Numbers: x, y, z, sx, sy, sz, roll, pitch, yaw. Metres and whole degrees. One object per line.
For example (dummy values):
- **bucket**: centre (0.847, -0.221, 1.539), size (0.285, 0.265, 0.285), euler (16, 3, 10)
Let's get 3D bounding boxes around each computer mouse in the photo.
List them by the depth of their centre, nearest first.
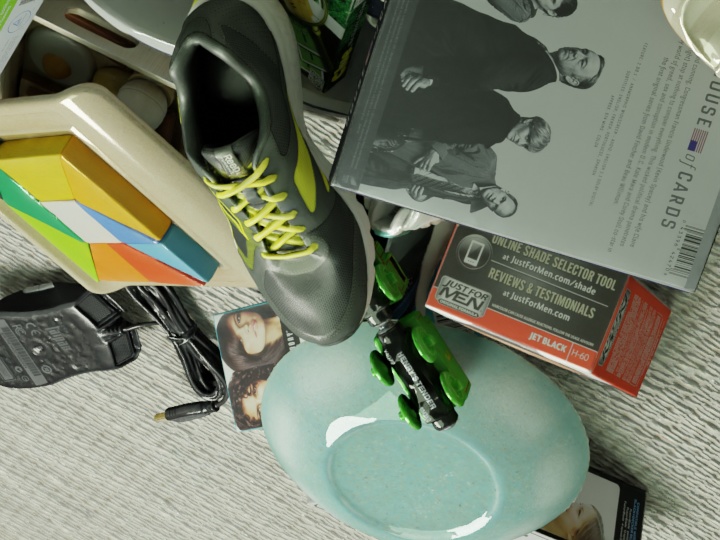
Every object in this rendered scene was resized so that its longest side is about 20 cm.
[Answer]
- **computer mouse**: centre (-0.180, 0.056, 1.827), size (0.199, 0.046, 0.141), euler (-16, 124, 34)

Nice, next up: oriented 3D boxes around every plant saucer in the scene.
- **plant saucer**: centre (0.034, 0.112, 1.522), size (0.200, 0.039, 0.202), euler (8, 135, 8)

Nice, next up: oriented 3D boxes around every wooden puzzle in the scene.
- **wooden puzzle**: centre (-0.167, -0.041, 1.588), size (0.185, 0.037, 0.200), euler (43, 152, -29)

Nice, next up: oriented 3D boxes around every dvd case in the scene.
- **dvd case**: centre (0.100, -0.085, 1.304), size (0.199, 0.025, 0.151), euler (16, 107, -7)

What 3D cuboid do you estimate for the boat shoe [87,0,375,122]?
- **boat shoe**: centre (-0.073, -0.138, 1.438), size (0.199, 0.072, 0.066), euler (21, 161, 3)

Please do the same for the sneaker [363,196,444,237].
- **sneaker**: centre (0.040, -0.050, 1.417), size (0.075, 0.089, 0.200), euler (31, 174, 25)

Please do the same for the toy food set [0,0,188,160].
- **toy food set**: centre (-0.171, -0.091, 1.595), size (0.143, 0.061, 0.200), euler (26, 147, 4)

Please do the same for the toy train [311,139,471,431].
- **toy train**: centre (0.000, 0.000, 1.421), size (0.042, 0.056, 0.200), euler (-29, 101, 17)

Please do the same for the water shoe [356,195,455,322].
- **water shoe**: centre (-0.003, 0.019, 1.529), size (0.071, 0.079, 0.201), euler (32, 120, 42)

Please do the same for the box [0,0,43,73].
- **box**: centre (-0.291, -0.120, 1.468), size (0.097, 0.176, 0.200), euler (48, 129, 13)

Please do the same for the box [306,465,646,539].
- **box**: centre (0.078, 0.148, 1.678), size (0.200, 0.060, 0.116), euler (25, 154, -34)

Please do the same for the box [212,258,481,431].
- **box**: centre (-0.008, 0.048, 1.638), size (0.200, 0.049, 0.083), euler (-15, 87, 47)

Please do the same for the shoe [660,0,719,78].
- **shoe**: centre (0.238, -0.096, 1.256), size (0.199, 0.053, 0.070), euler (27, 113, -7)

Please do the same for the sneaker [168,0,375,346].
- **sneaker**: centre (-0.055, -0.048, 1.338), size (0.074, 0.085, 0.201), euler (-17, 102, 22)

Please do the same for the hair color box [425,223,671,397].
- **hair color box**: centre (0.109, 0.021, 1.445), size (0.101, 0.061, 0.200), euler (22, 178, 15)

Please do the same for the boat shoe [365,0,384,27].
- **boat shoe**: centre (0.045, -0.146, 1.354), size (0.200, 0.075, 0.093), euler (48, 151, -16)

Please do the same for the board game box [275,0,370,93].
- **board game box**: centre (-0.075, -0.190, 1.357), size (0.200, 0.023, 0.105), euler (44, 151, 12)
